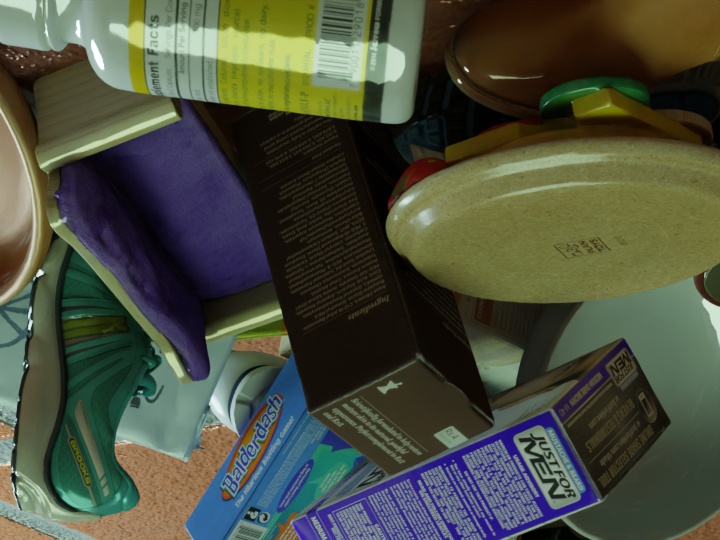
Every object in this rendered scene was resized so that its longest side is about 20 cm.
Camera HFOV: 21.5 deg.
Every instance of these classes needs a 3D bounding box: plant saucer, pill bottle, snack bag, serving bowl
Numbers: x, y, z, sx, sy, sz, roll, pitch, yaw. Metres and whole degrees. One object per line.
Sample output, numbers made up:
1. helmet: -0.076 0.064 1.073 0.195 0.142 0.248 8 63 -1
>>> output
1. plant saucer: -0.245 -0.072 1.063 0.199 0.037 0.201 20 129 26
2. pill bottle: -0.067 -0.135 0.891 0.199 0.112 0.111 8 155 1
3. snack bag: -0.157 0.006 1.164 0.199 0.189 0.021 19 -171 -22
4. serving bowl: 0.176 0.070 1.204 0.200 0.201 0.066 24 -177 -32

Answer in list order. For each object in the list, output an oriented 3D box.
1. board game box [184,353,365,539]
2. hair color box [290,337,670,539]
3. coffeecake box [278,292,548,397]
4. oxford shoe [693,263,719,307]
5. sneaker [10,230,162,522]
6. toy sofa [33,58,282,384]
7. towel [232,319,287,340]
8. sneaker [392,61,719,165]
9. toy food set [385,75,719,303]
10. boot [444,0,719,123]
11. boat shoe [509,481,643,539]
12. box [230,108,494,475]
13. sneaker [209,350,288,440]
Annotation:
1. board game box: 0.007 0.140 1.240 0.199 0.152 0.045 23 -164 -37
2. hair color box: 0.068 0.117 1.097 0.200 0.065 0.109 -26 -176 35
3. coffeecake box: 0.072 0.042 1.275 0.199 0.073 0.153 24 152 -32
4. oxford shoe: 0.267 -0.053 1.032 0.199 0.075 0.071 -23 129 18
5. sneaker: -0.154 0.046 1.091 0.079 0.201 0.078 6 162 -9
6. toy sofa: -0.100 -0.028 1.056 0.082 0.098 0.200 -20 142 10
7. towel: -0.064 0.005 1.220 0.199 0.087 0.018 -6 155 28
8. sneaker: 0.118 -0.066 1.036 0.199 0.075 0.087 2 161 13
9. toy food set: 0.112 -0.033 0.962 0.197 0.049 0.200 -18 154 36
10. boot: 0.138 -0.138 0.876 0.199 0.074 0.155 -6 156 0
11. boat shoe: 0.095 0.167 1.238 0.199 0.063 0.071 -9 124 -24
12. box: 0.000 0.000 1.045 0.075 0.201 0.100 -28 144 14
13. sneaker: -0.024 0.101 1.287 0.200 0.077 0.080 31 174 -37
